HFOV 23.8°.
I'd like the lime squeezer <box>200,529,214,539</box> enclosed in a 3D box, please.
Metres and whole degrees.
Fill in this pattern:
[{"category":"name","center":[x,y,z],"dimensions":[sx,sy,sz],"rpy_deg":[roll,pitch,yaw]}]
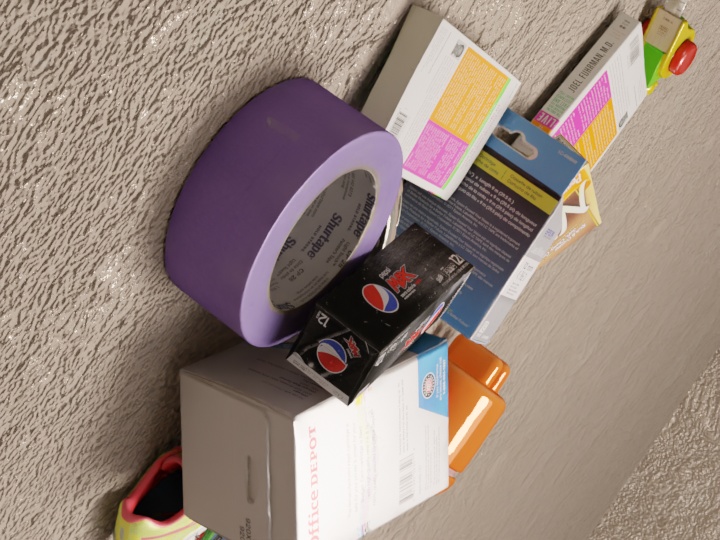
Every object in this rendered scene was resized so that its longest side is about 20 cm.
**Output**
[{"category":"lime squeezer","center":[-0.099,0.229,1.624],"dimensions":[0.199,0.071,0.038],"rpy_deg":[-10,150,-45]}]

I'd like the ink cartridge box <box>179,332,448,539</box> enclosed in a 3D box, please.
[{"category":"ink cartridge box","center":[-0.039,0.139,1.484],"dimensions":[0.199,0.144,0.149],"rpy_deg":[-22,119,-44]}]

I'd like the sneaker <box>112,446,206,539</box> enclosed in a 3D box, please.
[{"category":"sneaker","center":[-0.142,0.184,1.536],"dimensions":[0.200,0.078,0.091],"rpy_deg":[-44,154,-26]}]

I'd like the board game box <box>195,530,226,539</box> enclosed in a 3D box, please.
[{"category":"board game box","center":[-0.095,0.266,1.678],"dimensions":[0.200,0.134,0.029],"rpy_deg":[-45,157,-22]}]

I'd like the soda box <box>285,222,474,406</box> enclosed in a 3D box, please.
[{"category":"soda box","center":[0.019,0.033,1.433],"dimensions":[0.064,0.071,0.200],"rpy_deg":[-60,169,31]}]

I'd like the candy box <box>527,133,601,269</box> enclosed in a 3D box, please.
[{"category":"candy box","center":[0.152,-0.039,1.778],"dimensions":[0.199,0.055,0.116],"rpy_deg":[-36,147,-7]}]

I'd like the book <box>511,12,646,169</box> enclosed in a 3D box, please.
[{"category":"book","center":[0.241,-0.166,1.863],"dimensions":[0.200,0.048,0.134],"rpy_deg":[-49,153,-16]}]

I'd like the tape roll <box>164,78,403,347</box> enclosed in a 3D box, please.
[{"category":"tape roll","center":[-0.059,-0.045,1.362],"dimensions":[0.200,0.085,0.201],"rpy_deg":[-45,156,-26]}]

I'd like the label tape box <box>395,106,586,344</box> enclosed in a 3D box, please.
[{"category":"label tape box","center":[0.112,-0.053,1.635],"dimensions":[0.201,0.143,0.066],"rpy_deg":[-56,159,4]}]

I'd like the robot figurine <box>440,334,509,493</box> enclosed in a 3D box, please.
[{"category":"robot figurine","center":[0.090,0.173,1.963],"dimensions":[0.201,0.116,0.144],"rpy_deg":[-55,-163,-1]}]

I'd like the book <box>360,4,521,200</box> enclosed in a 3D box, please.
[{"category":"book","center":[0.065,-0.142,1.520],"dimensions":[0.135,0.048,0.200],"rpy_deg":[-63,157,2]}]

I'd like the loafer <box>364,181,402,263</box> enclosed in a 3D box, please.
[{"category":"loafer","center":[0.000,0.000,1.585],"dimensions":[0.063,0.071,0.202],"rpy_deg":[-39,152,-54]}]

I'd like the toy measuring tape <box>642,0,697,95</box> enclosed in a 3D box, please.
[{"category":"toy measuring tape","center":[0.359,-0.286,1.928],"dimensions":[0.073,0.073,0.201],"rpy_deg":[-26,145,-51]}]
